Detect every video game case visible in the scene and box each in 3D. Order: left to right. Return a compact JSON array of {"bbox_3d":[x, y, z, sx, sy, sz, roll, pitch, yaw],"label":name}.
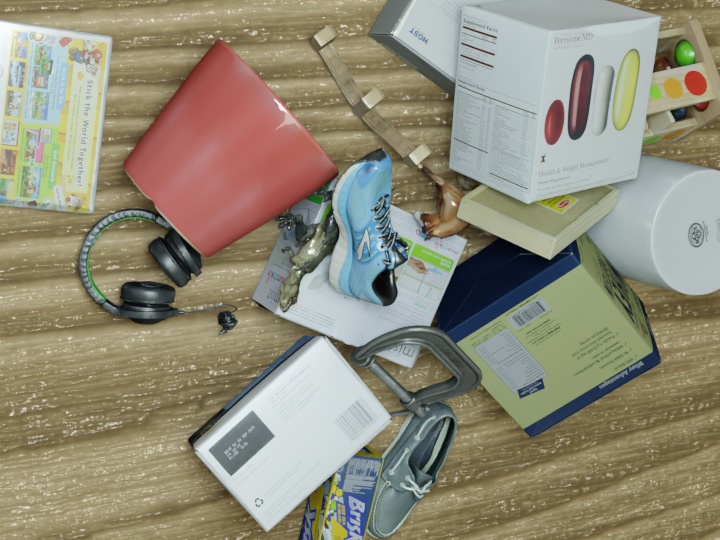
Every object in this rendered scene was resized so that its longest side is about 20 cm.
[{"bbox_3d":[-0.373,-0.169,1.419,0.181,0.023,0.201,5,98,-24],"label":"video game case"}]

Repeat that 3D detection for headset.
[{"bbox_3d":[-0.229,0.010,1.503,0.200,0.094,0.124,33,91,-10],"label":"headset"}]

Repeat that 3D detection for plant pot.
[{"bbox_3d":[-0.153,-0.125,1.442,0.177,0.200,0.201,-42,114,1],"label":"plant pot"}]

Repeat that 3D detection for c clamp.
[{"bbox_3d":[0.055,0.128,1.562,0.170,0.027,0.200,-13,143,19],"label":"c clamp"}]

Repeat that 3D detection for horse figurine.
[{"bbox_3d":[0.134,-0.084,1.592,0.199,0.133,0.050,9,129,-40],"label":"horse figurine"}]

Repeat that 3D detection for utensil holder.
[{"bbox_3d":[0.379,-0.063,1.665,0.169,0.200,0.171,-5,103,-21],"label":"utensil holder"}]

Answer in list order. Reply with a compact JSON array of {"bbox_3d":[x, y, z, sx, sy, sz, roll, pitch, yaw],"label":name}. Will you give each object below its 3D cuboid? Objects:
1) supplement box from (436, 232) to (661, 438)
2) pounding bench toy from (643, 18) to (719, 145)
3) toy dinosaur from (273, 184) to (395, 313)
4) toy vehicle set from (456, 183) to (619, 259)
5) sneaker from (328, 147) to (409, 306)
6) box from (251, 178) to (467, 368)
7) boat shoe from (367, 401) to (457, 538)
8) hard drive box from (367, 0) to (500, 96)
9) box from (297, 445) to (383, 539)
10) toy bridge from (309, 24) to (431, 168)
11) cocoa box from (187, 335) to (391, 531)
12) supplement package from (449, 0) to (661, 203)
[{"bbox_3d":[0.231,0.063,1.620,0.200,0.134,0.200,-34,116,20],"label":"supplement box"},{"bbox_3d":[0.357,-0.265,1.652,0.155,0.124,0.201,-15,81,-21],"label":"pounding bench toy"},{"bbox_3d":[-0.044,-0.048,1.465,0.200,0.047,0.088,-49,143,-11],"label":"toy dinosaur"},{"bbox_3d":[0.216,-0.082,1.552,0.200,0.124,0.027,-33,143,-51],"label":"toy vehicle set"},{"bbox_3d":[0.023,-0.045,1.436,0.078,0.090,0.201,-35,142,-36],"label":"sneaker"},{"bbox_3d":[0.000,0.000,1.572,0.199,0.097,0.177,22,92,-26],"label":"box"},{"bbox_3d":[0.065,0.259,1.671,0.073,0.062,0.201,28,89,-25],"label":"boat shoe"},{"bbox_3d":[0.129,-0.329,1.571,0.156,0.077,0.200,32,87,-25],"label":"hard drive box"},{"bbox_3d":[-0.032,0.319,1.637,0.064,0.070,0.201,12,96,-23],"label":"box"},{"bbox_3d":[0.010,-0.200,1.546,0.027,0.067,0.200,-40,94,-12],"label":"toy bridge"},{"bbox_3d":[-0.088,0.188,1.540,0.200,0.131,0.133,-41,96,-11],"label":"cocoa box"},{"bbox_3d":[0.227,-0.208,1.526,0.191,0.147,0.201,-15,120,-35],"label":"supplement package"}]
